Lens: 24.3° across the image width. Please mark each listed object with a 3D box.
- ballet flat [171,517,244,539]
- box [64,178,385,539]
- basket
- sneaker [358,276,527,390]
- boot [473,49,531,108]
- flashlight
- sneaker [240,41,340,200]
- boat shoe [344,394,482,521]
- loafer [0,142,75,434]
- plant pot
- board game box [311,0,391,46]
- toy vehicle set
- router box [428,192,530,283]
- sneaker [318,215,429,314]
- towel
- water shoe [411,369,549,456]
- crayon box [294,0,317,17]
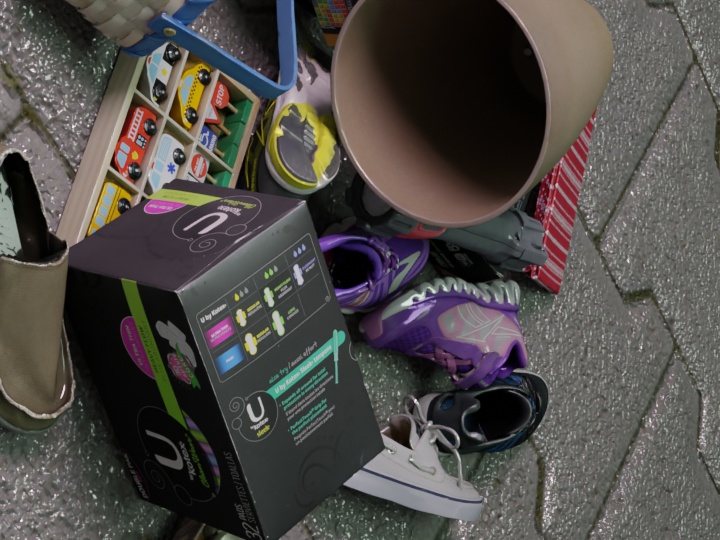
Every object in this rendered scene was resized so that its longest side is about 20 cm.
[{"bbox_3d":[-0.101,0.203,1.209,0.068,0.067,0.200,60,44,-27],"label":"ballet flat"},{"bbox_3d":[-0.096,0.059,1.138,0.124,0.148,0.202,-37,121,-34],"label":"box"},{"bbox_3d":[-0.122,-0.227,1.172,0.199,0.138,0.178,25,51,-42],"label":"basket"},{"bbox_3d":[0.081,0.059,1.431,0.199,0.080,0.089,0,67,-51],"label":"sneaker"},{"bbox_3d":[0.137,-0.147,1.440,0.210,0.079,0.160,-1,78,-39],"label":"boot"},{"bbox_3d":[0.073,-0.045,1.373,0.199,0.068,0.068,15,67,-51],"label":"flashlight"},{"bbox_3d":[-0.056,-0.109,1.312,0.074,0.085,0.201,38,32,-13],"label":"sneaker"},{"bbox_3d":[0.038,0.148,1.381,0.201,0.074,0.087,24,84,-40],"label":"boat shoe"},{"bbox_3d":[-0.225,0.009,1.078,0.075,0.069,0.202,-27,106,-49],"label":"loafer"},{"bbox_3d":[0.110,-0.149,1.274,0.199,0.186,0.189,-26,105,-51],"label":"plant pot"},{"bbox_3d":[0.001,-0.301,1.291,0.166,0.056,0.201,67,32,-46],"label":"board game box"},{"bbox_3d":[-0.145,-0.072,1.223,0.124,0.026,0.202,38,57,-42],"label":"toy vehicle set"},{"bbox_3d":[0.092,-0.111,1.496,0.150,0.062,0.201,48,51,-37],"label":"router box"},{"bbox_3d":[0.000,0.000,1.350,0.199,0.083,0.081,-18,99,-52],"label":"sneaker"},{"bbox_3d":[0.189,-0.083,1.584,0.145,0.022,0.202,24,78,-73],"label":"towel"},{"bbox_3d":[0.128,0.131,1.494,0.199,0.078,0.072,-11,94,-51],"label":"water shoe"},{"bbox_3d":[-0.041,-0.327,1.370,0.127,0.050,0.202,32,62,-45],"label":"crayon box"}]
